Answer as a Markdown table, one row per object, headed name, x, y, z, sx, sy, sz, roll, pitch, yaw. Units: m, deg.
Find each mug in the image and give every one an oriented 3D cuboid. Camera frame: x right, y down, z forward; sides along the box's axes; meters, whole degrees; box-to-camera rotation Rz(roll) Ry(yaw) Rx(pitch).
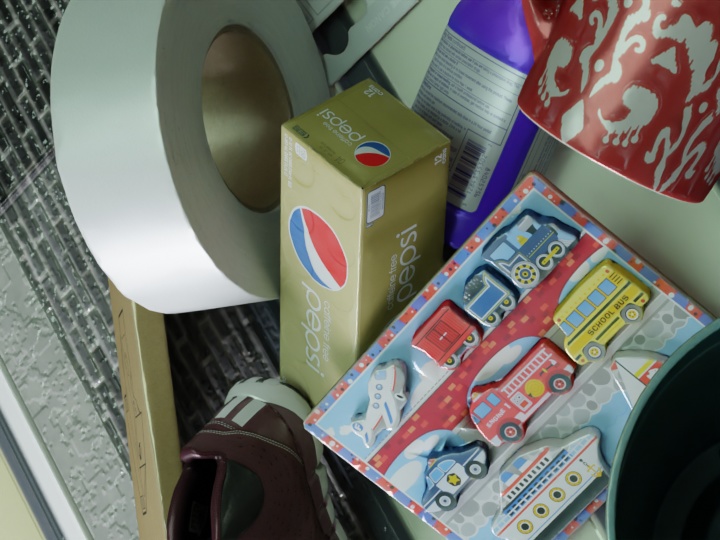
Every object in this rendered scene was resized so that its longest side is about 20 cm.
| name | x | y | z | sx | sy | sz | roll | pitch | yaw |
| --- | --- | --- | --- | --- | --- | --- | --- | --- | --- |
| mug | 0.154 | -0.156 | 1.319 | 0.177 | 0.133 | 0.201 | 34 | 105 | 28 |

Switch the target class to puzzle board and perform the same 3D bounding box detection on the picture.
| name | x | y | z | sx | sy | sz | roll | pitch | yaw |
| --- | --- | --- | --- | --- | --- | --- | --- | --- | --- |
| puzzle board | 0.085 | 0.063 | 1.396 | 0.150 | 0.017 | 0.200 | 38 | 118 | -8 |

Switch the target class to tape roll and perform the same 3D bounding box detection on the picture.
| name | x | y | z | sx | sy | sz | roll | pitch | yaw |
| --- | --- | --- | --- | --- | --- | --- | --- | --- | --- |
| tape roll | -0.089 | -0.080 | 1.472 | 0.070 | 0.202 | 0.204 | -9 | 84 | 28 |

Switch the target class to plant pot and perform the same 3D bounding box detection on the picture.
| name | x | y | z | sx | sy | sz | roll | pitch | yaw |
| --- | --- | --- | --- | --- | --- | --- | --- | --- | --- |
| plant pot | 0.205 | 0.124 | 1.207 | 0.198 | 0.188 | 0.202 | 0 | 79 | 1 |

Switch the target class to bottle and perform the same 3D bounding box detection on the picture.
| name | x | y | z | sx | sy | sz | roll | pitch | yaw |
| --- | --- | --- | --- | --- | --- | --- | --- | --- | --- |
| bottle | 0.081 | -0.112 | 1.431 | 0.083 | 0.065 | 0.201 | 35 | 110 | 37 |

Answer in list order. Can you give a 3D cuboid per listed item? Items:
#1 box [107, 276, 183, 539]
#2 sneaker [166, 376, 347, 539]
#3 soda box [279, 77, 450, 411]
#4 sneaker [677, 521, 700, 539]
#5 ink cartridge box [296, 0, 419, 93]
| name | x | y | z | sx | sy | sz | roll | pitch | yaw |
| --- | --- | --- | --- | --- | --- | --- | --- | --- | --- |
| box | -0.124 | 0.081 | 1.555 | 0.163 | 0.021 | 0.202 | 138 | 126 | -79 |
| sneaker | -0.057 | 0.170 | 1.475 | 0.075 | 0.115 | 0.201 | -11 | 106 | 38 |
| soda box | 0.000 | 0.000 | 1.436 | 0.068 | 0.064 | 0.201 | 39 | 144 | 32 |
| sneaker | 0.173 | 0.192 | 1.341 | 0.086 | 0.080 | 0.200 | 44 | 100 | 14 |
| ink cartridge box | -0.055 | -0.203 | 1.565 | 0.160 | 0.047 | 0.200 | -42 | 82 | 29 |
